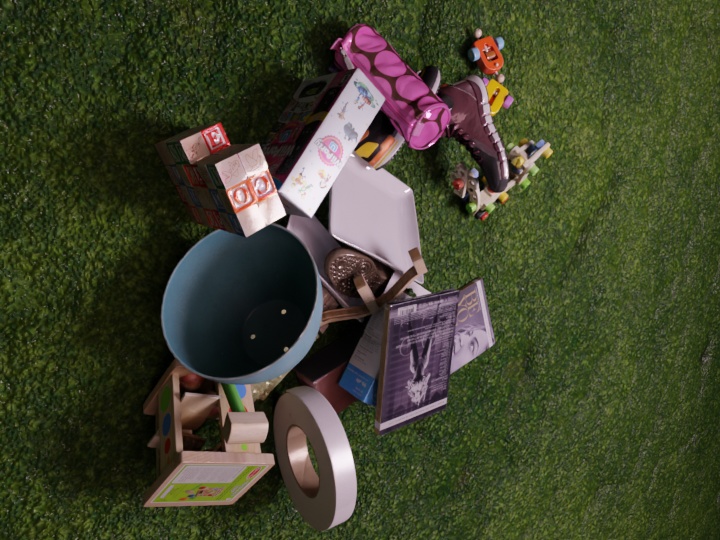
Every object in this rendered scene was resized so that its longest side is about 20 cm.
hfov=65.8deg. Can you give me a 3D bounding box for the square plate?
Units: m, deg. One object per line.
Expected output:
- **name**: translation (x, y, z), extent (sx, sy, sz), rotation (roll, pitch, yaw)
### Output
- **square plate**: translation (0.019, -0.092, 0.879), extent (0.197, 0.028, 0.203), rotation (27, 46, -36)

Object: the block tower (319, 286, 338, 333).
- **block tower**: translation (-0.113, 0.008, 0.841), extent (0.058, 0.054, 0.201), rotation (-49, 122, -17)

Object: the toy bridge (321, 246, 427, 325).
- **toy bridge**: translation (0.009, 0.037, 0.834), extent (0.198, 0.027, 0.068), rotation (-27, 136, 4)

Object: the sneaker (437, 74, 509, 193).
- **sneaker**: translation (0.167, -0.215, 0.924), extent (0.114, 0.076, 0.203), rotation (-15, 83, -6)

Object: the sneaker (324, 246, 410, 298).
- **sneaker**: translation (0.000, 0.000, 0.891), extent (0.071, 0.076, 0.199), rotation (-49, 141, 11)

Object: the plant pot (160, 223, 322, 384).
- **plant pot**: translation (-0.132, 0.059, 0.714), extent (0.201, 0.198, 0.135), rotation (-54, 155, -15)

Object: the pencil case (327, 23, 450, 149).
- **pencil case**: translation (0.042, -0.271, 0.826), extent (0.091, 0.200, 0.093), rotation (-49, 163, 24)

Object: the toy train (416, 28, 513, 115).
- **toy train**: translation (0.189, -0.333, 1.001), extent (0.198, 0.056, 0.152), rotation (-31, 88, -16)

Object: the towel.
- **towel**: translation (-0.167, 0.090, 0.817), extent (0.149, 0.036, 0.200), rotation (-46, 119, -9)

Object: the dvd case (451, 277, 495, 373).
- **dvd case**: translation (0.183, 0.123, 1.092), extent (0.198, 0.016, 0.151), rotation (-27, 112, -29)

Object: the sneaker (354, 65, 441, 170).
- **sneaker**: translation (0.053, -0.265, 0.897), extent (0.089, 0.070, 0.202), rotation (35, 81, -15)

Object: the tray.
- **tray**: translation (-0.055, -0.013, 0.873), extent (0.200, 0.022, 0.108), rotation (49, 28, -31)

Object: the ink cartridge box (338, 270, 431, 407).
- **ink cartridge box**: translation (0.063, 0.117, 0.884), extent (0.115, 0.067, 0.202), rotation (30, 84, -43)

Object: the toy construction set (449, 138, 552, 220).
- **toy construction set**: translation (0.250, -0.167, 1.025), extent (0.198, 0.131, 0.093), rotation (-22, 73, -21)

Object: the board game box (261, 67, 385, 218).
- **board game box**: translation (-0.074, -0.177, 0.780), extent (0.064, 0.147, 0.202), rotation (37, 76, -34)

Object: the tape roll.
- **tape roll**: translation (-0.073, 0.276, 0.827), extent (0.037, 0.202, 0.207), rotation (-9, 103, -32)

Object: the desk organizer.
- **desk organizer**: translation (-0.006, 0.156, 0.932), extent (0.198, 0.071, 0.078), rotation (-29, 115, -28)

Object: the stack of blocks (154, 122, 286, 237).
- **stack of blocks**: translation (-0.178, -0.115, 0.685), extent (0.058, 0.199, 0.117), rotation (-32, 116, -25)

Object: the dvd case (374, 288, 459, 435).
- **dvd case**: translation (0.086, 0.136, 0.843), extent (0.147, 0.016, 0.204), rotation (-9, 110, -39)

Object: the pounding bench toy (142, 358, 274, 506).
- **pounding bench toy**: translation (-0.186, 0.184, 0.716), extent (0.123, 0.158, 0.200), rotation (15, 132, -35)
